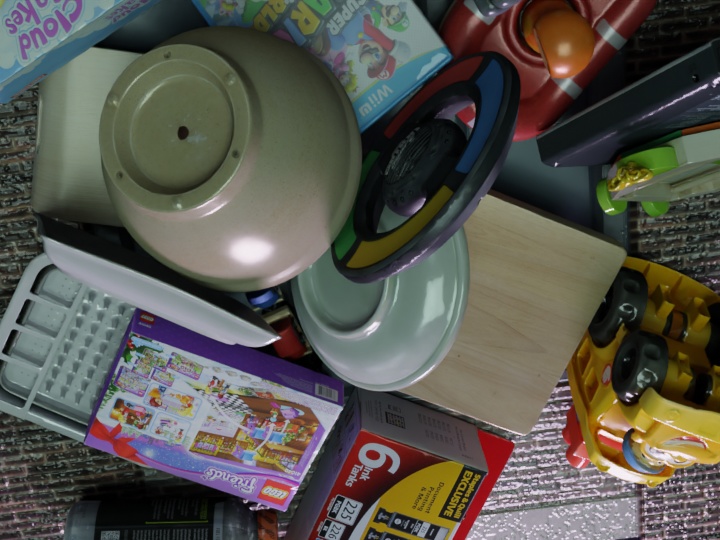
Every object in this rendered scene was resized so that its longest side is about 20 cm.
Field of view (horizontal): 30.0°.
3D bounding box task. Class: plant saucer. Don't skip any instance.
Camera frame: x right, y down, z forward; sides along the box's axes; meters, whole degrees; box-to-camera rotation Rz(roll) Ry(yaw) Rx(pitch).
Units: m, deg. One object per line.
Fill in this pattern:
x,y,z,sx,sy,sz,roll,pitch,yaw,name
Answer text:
0.000,0.000,1.109,0.050,0.200,0.202,-2,126,-47,plant saucer

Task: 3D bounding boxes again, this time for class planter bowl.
-0.111,-0.092,0.989,0.197,0.135,0.204,-2,82,17,planter bowl

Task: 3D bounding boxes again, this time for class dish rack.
-0.227,0.076,1.212,0.198,0.044,0.173,25,112,-14,dish rack

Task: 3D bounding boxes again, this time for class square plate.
-0.173,0.010,1.082,0.198,0.198,0.029,24,91,-17,square plate

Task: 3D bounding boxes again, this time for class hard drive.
0.250,-0.126,1.043,0.138,0.199,0.033,-6,78,-33,hard drive

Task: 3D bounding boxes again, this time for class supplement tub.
-0.176,0.277,1.269,0.197,0.123,0.124,-1,117,-2,supplement tub

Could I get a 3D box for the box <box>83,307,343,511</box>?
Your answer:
-0.130,0.126,1.189,0.198,0.039,0.138,21,121,-13,box

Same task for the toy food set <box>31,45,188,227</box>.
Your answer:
-0.173,-0.111,1.123,0.197,0.060,0.146,6,104,-7,toy food set

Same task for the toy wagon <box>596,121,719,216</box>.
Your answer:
0.265,-0.085,1.085,0.154,0.198,0.040,-21,76,42,toy wagon

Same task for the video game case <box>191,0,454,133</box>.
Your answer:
-0.040,-0.205,1.061,0.142,0.018,0.201,-37,92,14,video game case

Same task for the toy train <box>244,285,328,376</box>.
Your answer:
-0.068,0.055,1.187,0.034,0.046,0.201,-19,128,8,toy train

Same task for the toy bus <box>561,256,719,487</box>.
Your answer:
0.246,0.117,1.176,0.134,0.201,0.193,20,121,-16,toy bus

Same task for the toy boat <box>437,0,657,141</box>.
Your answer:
0.148,-0.188,1.052,0.130,0.131,0.200,34,110,-17,toy boat

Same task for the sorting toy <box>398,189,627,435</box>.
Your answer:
0.098,0.018,1.185,0.198,0.070,0.201,20,113,-12,sorting toy

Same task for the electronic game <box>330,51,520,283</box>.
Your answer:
0.046,-0.078,0.995,0.041,0.201,0.200,34,110,-22,electronic game

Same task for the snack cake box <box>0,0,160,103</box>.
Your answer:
-0.234,-0.228,1.029,0.198,0.067,0.116,-31,90,11,snack cake box

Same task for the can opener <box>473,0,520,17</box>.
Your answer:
0.075,-0.290,0.999,0.066,0.053,0.202,-24,92,-16,can opener

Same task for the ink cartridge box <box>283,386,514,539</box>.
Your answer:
0.039,0.234,1.280,0.173,0.084,0.202,19,113,-12,ink cartridge box
